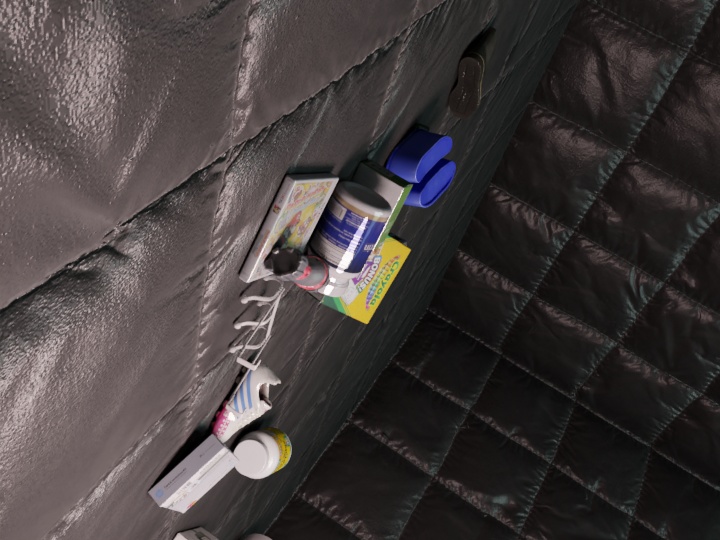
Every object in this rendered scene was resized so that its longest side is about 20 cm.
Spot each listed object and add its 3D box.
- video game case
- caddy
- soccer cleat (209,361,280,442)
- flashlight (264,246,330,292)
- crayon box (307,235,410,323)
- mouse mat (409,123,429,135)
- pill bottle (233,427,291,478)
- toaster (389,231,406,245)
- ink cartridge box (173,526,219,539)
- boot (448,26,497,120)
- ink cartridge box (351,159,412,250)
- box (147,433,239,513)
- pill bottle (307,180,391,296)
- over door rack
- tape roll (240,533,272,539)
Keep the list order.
[{"bbox_3d":[-0.114,-0.075,1.179,0.183,0.023,0.200,-62,168,16],"label":"video game case"},{"bbox_3d":[0.128,-0.230,1.608,0.200,0.104,0.142,-46,138,-34],"label":"caddy"},{"bbox_3d":[-0.232,0.280,1.434,0.201,0.086,0.070,-61,169,12],"label":"soccer cleat"},{"bbox_3d":[-0.098,-0.003,1.207,0.068,0.068,0.200,-57,170,-2],"label":"flashlight"},{"bbox_3d":[0.000,0.000,1.582,0.172,0.058,0.201,28,94,-47],"label":"crayon box"},{"bbox_3d":[0.104,-0.256,1.701,0.201,0.008,0.161,-61,169,15],"label":"mouse mat"},{"bbox_3d":[-0.245,0.451,1.761,0.113,0.112,0.200,-58,169,-3],"label":"pill bottle"},{"bbox_3d":[0.041,-0.030,1.748,0.130,0.113,0.200,-63,165,11],"label":"toaster"},{"bbox_3d":[-0.427,0.719,1.741,0.146,0.084,0.200,-56,168,-11],"label":"ink cartridge box"},{"bbox_3d":[0.286,-0.480,1.751,0.139,0.077,0.200,-58,171,-30],"label":"boot"},{"bbox_3d":[0.012,-0.109,1.431,0.201,0.103,0.059,-64,167,23],"label":"ink cartridge box"},{"bbox_3d":[-0.321,0.404,1.406,0.156,0.041,0.200,-42,163,-15],"label":"box"},{"bbox_3d":[-0.032,-0.057,1.350,0.201,0.115,0.116,-62,168,21],"label":"pill bottle"},{"bbox_3d":[-0.190,0.120,1.205,0.201,0.066,0.148,-77,-174,-46],"label":"over door rack"},{"bbox_3d":[-0.385,1.054,2.516,0.204,0.202,0.139,-61,169,13],"label":"tape roll"}]
